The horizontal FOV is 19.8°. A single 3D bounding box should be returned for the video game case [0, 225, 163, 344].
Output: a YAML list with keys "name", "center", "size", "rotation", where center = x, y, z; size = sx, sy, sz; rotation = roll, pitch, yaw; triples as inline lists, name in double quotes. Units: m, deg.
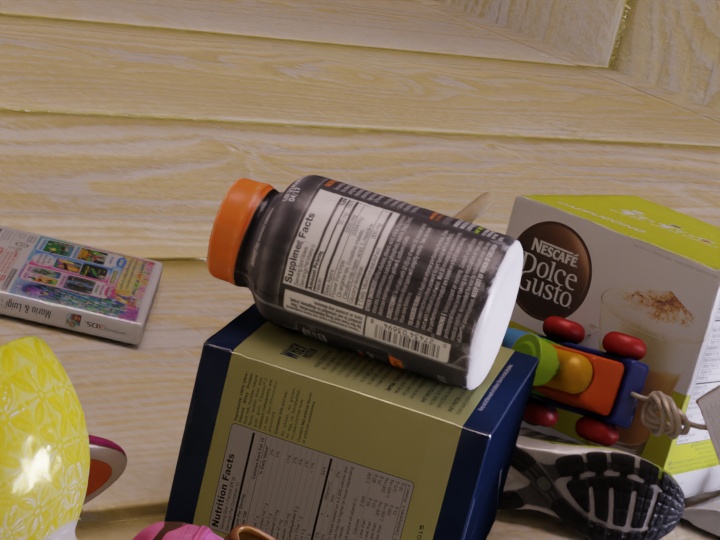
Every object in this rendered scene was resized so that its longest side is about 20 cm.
- name: "video game case"
  center: [-0.268, 0.007, 1.784]
  size: [0.181, 0.024, 0.200]
  rotation: [13, 14, -4]

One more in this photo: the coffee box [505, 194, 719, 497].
- name: "coffee box"
  center: [0.231, 0.057, 1.701]
  size: [0.199, 0.199, 0.200]
  rotation: [23, 14, 33]

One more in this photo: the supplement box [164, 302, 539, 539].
- name: "supplement box"
  center: [-0.002, 0.116, 1.418]
  size: [0.199, 0.135, 0.200]
  rotation: [17, 15, 10]

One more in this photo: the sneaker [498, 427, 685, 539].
- name: "sneaker"
  center: [0.148, 0.151, 1.556]
  size: [0.199, 0.074, 0.081]
  rotation: [16, 12, -1]

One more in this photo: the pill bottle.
- name: "pill bottle"
  center: [0.000, 0.000, 1.371]
  size: [0.199, 0.107, 0.106]
  rotation: [19, 16, 13]

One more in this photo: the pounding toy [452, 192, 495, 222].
- name: "pounding toy"
  center: [0.031, 0.006, 1.827]
  size: [0.199, 0.143, 0.184]
  rotation: [10, 16, -14]

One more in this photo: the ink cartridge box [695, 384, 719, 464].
- name: "ink cartridge box"
  center: [0.354, 0.165, 1.461]
  size: [0.175, 0.084, 0.201]
  rotation: [2, 61, -38]

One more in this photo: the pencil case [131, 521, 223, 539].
- name: "pencil case"
  center: [-0.130, 0.194, 1.104]
  size: [0.090, 0.094, 0.200]
  rotation: [20, 15, 13]

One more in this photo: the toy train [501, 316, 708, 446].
- name: "toy train"
  center: [0.160, 0.078, 1.524]
  size: [0.115, 0.085, 0.200]
  rotation: [20, -4, -36]

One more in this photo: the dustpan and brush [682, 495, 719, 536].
- name: "dustpan and brush"
  center: [0.363, 0.195, 1.606]
  size: [0.199, 0.058, 0.139]
  rotation: [24, 18, 32]

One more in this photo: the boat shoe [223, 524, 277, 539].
- name: "boat shoe"
  center: [-0.016, 0.212, 1.191]
  size: [0.199, 0.068, 0.072]
  rotation: [25, 19, 34]

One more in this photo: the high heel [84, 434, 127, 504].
- name: "high heel"
  center: [-0.253, 0.113, 1.322]
  size: [0.199, 0.068, 0.096]
  rotation: [0, 31, -33]

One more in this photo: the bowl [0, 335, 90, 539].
- name: "bowl"
  center: [-0.210, 0.141, 1.108]
  size: [0.108, 0.200, 0.200]
  rotation: [46, 21, 7]
